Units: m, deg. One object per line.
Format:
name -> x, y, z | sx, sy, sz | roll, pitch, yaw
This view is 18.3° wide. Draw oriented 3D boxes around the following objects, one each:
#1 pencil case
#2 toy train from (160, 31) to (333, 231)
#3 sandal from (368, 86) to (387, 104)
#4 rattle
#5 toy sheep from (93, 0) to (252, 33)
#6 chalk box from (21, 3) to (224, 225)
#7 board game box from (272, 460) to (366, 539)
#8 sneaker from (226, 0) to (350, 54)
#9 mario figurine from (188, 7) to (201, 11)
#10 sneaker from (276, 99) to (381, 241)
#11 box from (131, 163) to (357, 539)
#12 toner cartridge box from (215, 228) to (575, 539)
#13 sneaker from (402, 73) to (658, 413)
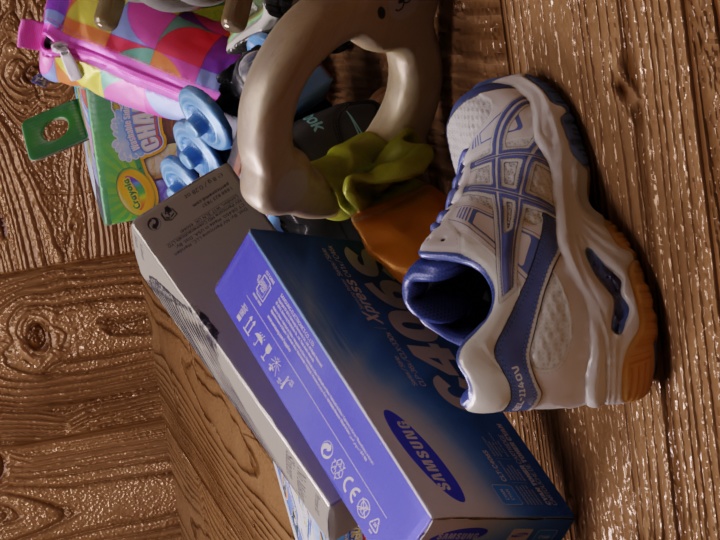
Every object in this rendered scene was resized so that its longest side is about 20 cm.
pencil case -> -0.127, -0.138, 1.522 | 0.088, 0.199, 0.089 | 19, -90, -79
toy train -> -0.058, -0.066, 1.398 | 0.114, 0.087, 0.200 | 47, 158, 8
sandal -> 0.002, -0.002, 1.313 | 0.078, 0.069, 0.212 | -34, -27, -62
rattle -> 0.022, -0.102, 1.105 | 0.143, 0.130, 0.201 | 47, 121, 54
toy sheep -> -0.101, -0.207, 1.267 | 0.138, 0.199, 0.139 | -21, -66, -61
chalk box -> -0.150, -0.123, 1.653 | 0.125, 0.199, 0.124 | -115, 18, -54
board game box -> -0.021, 0.124, 1.575 | 0.196, 0.056, 0.200 | 91, 165, -45
sneaker -> -0.037, -0.188, 1.379 | 0.200, 0.077, 0.089 | 142, 128, -71
mario figurine -> -0.094, -0.254, 1.494 | 0.200, 0.106, 0.123 | 56, 145, 11
sneaker -> 0.017, 0.000, 1.233 | 0.201, 0.079, 0.075 | 62, 166, -14
box -> -0.046, 0.045, 1.244 | 0.200, 0.068, 0.082 | 54, 167, 19
toner cartridge box -> 0.014, 0.063, 1.093 | 0.043, 0.095, 0.200 | -58, 47, 29
sneaker -> 0.055, -0.017, 0.942 | 0.200, 0.088, 0.076 | -111, 13, -53
